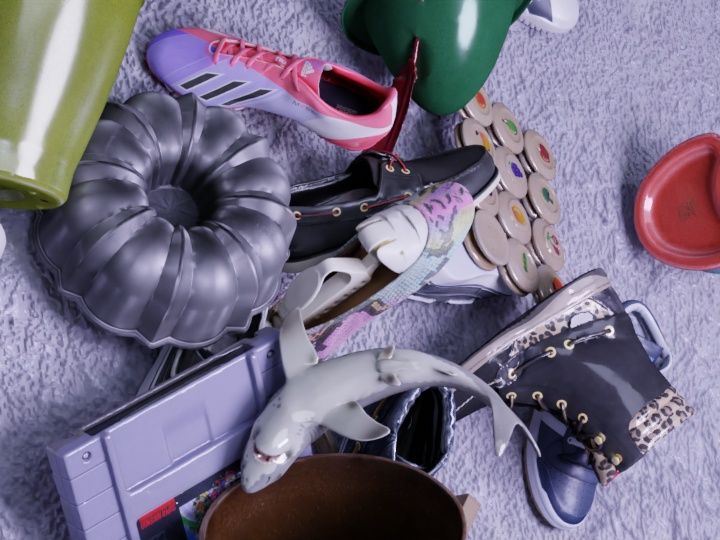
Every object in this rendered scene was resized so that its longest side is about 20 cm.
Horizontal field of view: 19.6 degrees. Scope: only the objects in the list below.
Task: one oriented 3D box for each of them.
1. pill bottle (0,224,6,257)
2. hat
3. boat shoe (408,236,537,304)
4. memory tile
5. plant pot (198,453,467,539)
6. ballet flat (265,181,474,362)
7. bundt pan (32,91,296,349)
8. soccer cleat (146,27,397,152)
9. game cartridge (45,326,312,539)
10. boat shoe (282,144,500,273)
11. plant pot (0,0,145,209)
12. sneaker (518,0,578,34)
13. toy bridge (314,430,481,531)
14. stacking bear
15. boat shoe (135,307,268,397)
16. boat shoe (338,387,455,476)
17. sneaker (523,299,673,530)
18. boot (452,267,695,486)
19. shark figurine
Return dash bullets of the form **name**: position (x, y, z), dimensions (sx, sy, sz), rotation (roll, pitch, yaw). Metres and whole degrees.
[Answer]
- **pill bottle**: position (-0.310, 0.046, 1.365), dimensions (0.114, 0.114, 0.200), rotation (36, 56, -26)
- **hat**: position (0.075, -0.145, 1.697), dimensions (0.165, 0.200, 0.176), rotation (4, 60, -28)
- **boat shoe**: position (0.082, -0.003, 1.738), dimensions (0.200, 0.068, 0.072), rotation (-4, 71, -60)
- **memory tile**: position (0.129, -0.064, 1.776), dimensions (0.153, 0.017, 0.200), rotation (36, 40, -41)
- **plant pot**: position (-0.015, 0.265, 1.490), dimensions (0.187, 0.187, 0.200), rotation (-32, 131, -41)
- **ballet flat**: position (0.000, 0.000, 1.593), dimensions (0.071, 0.200, 0.069), rotation (34, 19, -56)
- **bundt pan**: position (-0.136, -0.048, 1.524), dimensions (0.201, 0.076, 0.202), rotation (10, 60, -18)
- **soccer cleat**: position (-0.067, -0.151, 1.624), dimensions (0.200, 0.076, 0.067), rotation (21, 62, -8)
- **game cartridge**: position (-0.122, 0.139, 1.487), dimensions (0.200, 0.038, 0.130), rotation (-29, 117, -32)
- **boat shoe**: position (0.019, -0.061, 1.655), dimensions (0.201, 0.074, 0.063), rotation (-20, 116, -16)
- **plant pot**: position (-0.251, -0.148, 1.443), dimensions (0.200, 0.200, 0.193), rotation (15, 79, -35)
- **sneaker**: position (0.165, -0.315, 1.863), dimensions (0.079, 0.129, 0.200), rotation (-30, 96, -40)
- **toy bridge**: position (0.016, 0.159, 1.655), dimensions (0.200, 0.027, 0.067), rotation (43, 56, -21)
- **stacking bear**: position (0.354, -0.049, 1.949), dimensions (0.200, 0.114, 0.122), rotation (6, 70, -50)
- **boat shoe**: position (-0.118, 0.082, 1.544), dimensions (0.071, 0.064, 0.200), rotation (30, 59, -28)
- **boat shoe**: position (0.012, 0.172, 1.580), dimensions (0.071, 0.091, 0.201), rotation (20, 80, -20)
- **sneaker**: position (0.203, 0.117, 1.769), dimensions (0.070, 0.108, 0.201), rotation (25, 61, -31)
- **boot**: position (0.160, 0.110, 1.695), dimensions (0.200, 0.073, 0.151), rotation (-36, 83, -11)
- **shark figurine**: position (0.018, 0.092, 1.510), dimensions (0.214, 0.090, 0.129), rotation (-7, 71, 3)
